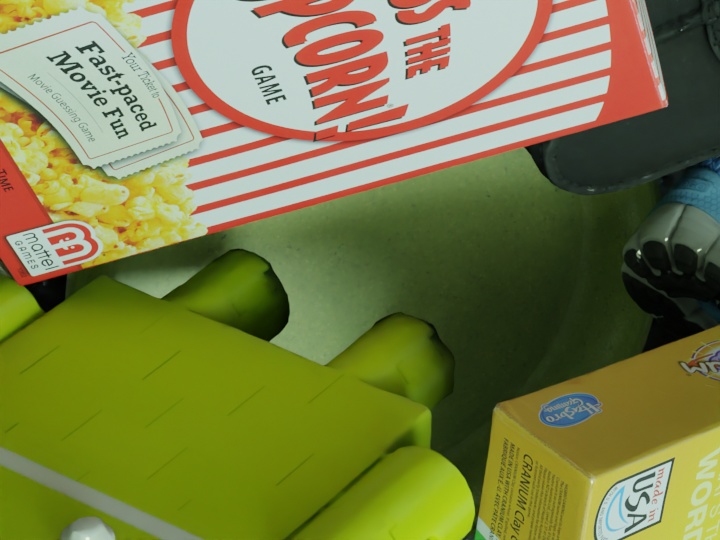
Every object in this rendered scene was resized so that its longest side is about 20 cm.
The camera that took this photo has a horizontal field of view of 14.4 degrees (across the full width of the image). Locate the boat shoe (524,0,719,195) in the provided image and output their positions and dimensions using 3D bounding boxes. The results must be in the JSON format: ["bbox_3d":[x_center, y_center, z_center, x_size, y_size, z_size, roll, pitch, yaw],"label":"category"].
[{"bbox_3d":[0.133,-0.077,0.845,0.201,0.063,0.074,-29,131,19],"label":"boat shoe"}]

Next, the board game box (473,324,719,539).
[{"bbox_3d":[0.114,0.085,0.840,0.199,0.040,0.154,-19,128,-36],"label":"board game box"}]

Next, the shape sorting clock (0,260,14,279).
[{"bbox_3d":[-0.183,0.063,0.872,0.199,0.039,0.201,-7,113,-16],"label":"shape sorting clock"}]

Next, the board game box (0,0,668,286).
[{"bbox_3d":[-0.028,-0.078,0.772,0.199,0.047,0.152,-16,145,9],"label":"board game box"}]

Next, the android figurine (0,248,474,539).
[{"bbox_3d":[-0.064,0.057,0.788,0.200,0.181,0.041,-34,137,-45],"label":"android figurine"}]

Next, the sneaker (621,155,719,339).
[{"bbox_3d":[0.171,0.013,0.947,0.200,0.078,0.090,43,70,-42],"label":"sneaker"}]

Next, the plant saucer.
[{"bbox_3d":[0.000,0.000,0.912,0.199,0.031,0.201,-7,114,-16],"label":"plant saucer"}]
